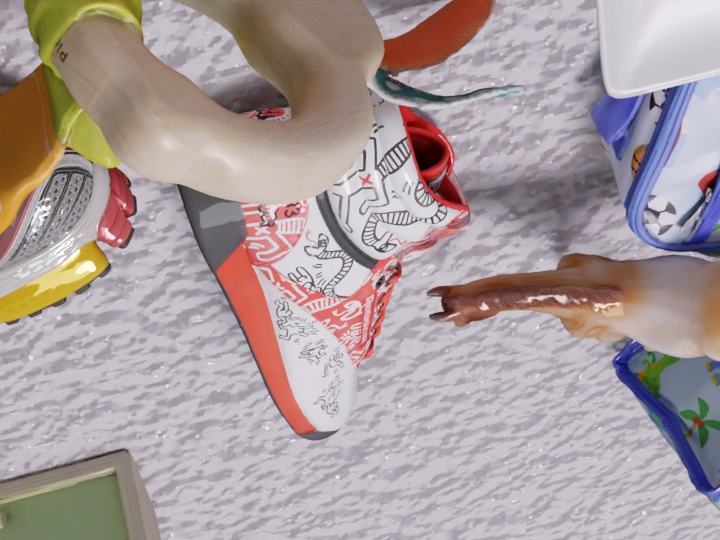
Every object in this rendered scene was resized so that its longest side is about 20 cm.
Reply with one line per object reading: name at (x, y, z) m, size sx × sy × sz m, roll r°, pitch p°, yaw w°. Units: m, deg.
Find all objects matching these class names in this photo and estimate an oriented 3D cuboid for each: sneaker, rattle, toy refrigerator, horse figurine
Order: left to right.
sneaker at (-0.192, -0.004, 0.786) m, size 0.200 × 0.078 × 0.082 m, roll -32°, pitch 137°, yaw 5°
toy refrigerator at (-0.198, 0.158, 0.979) m, size 0.200 × 0.076 × 0.070 m, roll -15°, pitch 143°, yaw -2°
rattle at (-0.048, -0.049, 0.742) m, size 0.200 × 0.130 × 0.143 m, roll -11°, pitch 132°, yaw -52°
sneaker at (0.000, 0.000, 0.860) m, size 0.108 × 0.067 × 0.201 m, roll -17°, pitch 141°, yaw 5°
horse figurine at (0.145, 0.021, 0.873) m, size 0.200 × 0.050 × 0.133 m, roll 10°, pitch 176°, yaw 25°

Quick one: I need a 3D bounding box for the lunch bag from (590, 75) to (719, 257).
lunch bag at (0.185, -0.084, 0.818) m, size 0.160 × 0.076 × 0.200 m, roll -1°, pitch 140°, yaw -16°

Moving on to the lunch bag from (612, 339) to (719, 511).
lunch bag at (0.259, 0.056, 0.993) m, size 0.200 × 0.127 × 0.170 m, roll -39°, pitch 137°, yaw 7°

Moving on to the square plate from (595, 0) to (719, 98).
square plate at (0.166, -0.153, 0.658) m, size 0.198 × 0.028 × 0.200 m, roll -14°, pitch 141°, yaw 3°
